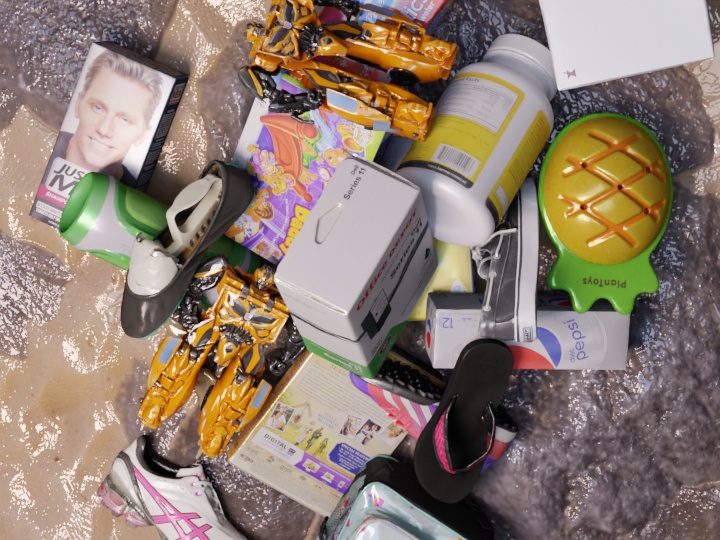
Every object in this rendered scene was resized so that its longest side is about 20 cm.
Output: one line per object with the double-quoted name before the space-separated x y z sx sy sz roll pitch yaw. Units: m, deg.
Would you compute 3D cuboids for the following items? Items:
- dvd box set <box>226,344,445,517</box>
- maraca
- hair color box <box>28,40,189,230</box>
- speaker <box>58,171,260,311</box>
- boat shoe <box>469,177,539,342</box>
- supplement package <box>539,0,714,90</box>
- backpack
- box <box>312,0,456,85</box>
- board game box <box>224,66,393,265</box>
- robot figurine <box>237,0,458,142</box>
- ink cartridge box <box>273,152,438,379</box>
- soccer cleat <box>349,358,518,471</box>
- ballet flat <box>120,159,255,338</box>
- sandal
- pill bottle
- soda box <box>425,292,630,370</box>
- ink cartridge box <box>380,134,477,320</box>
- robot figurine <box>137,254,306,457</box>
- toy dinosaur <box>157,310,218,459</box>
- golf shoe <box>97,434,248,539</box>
"dvd box set" -0.026 0.155 1.751 0.146 0.029 0.200 31 105 -21
"maraca" 0.243 -0.056 1.648 0.137 0.107 0.200 2 87 -5
"hair color box" -0.266 -0.131 1.755 0.100 0.061 0.200 23 102 5
"speaker" -0.206 -0.026 1.712 0.200 0.088 0.089 27 104 -24
"boat shoe" 0.143 -0.012 1.648 0.068 0.074 0.200 1 55 7
"supplement package" 0.244 -0.281 1.570 0.147 0.200 0.192 -10 98 12
"backpack" 0.028 0.324 1.735 0.176 0.153 0.200 32 112 -6
"box" 0.031 -0.267 1.662 0.100 0.095 0.200 36 103 3
"board game box" -0.059 -0.100 1.667 0.134 0.045 0.200 29 123 8
"robot figurine" -0.016 -0.202 1.580 0.200 0.058 0.145 19 68 2
"ink cartridge box" 0.000 0.000 1.590 0.083 0.200 0.147 26 75 17
"soccer cleat" 0.066 0.151 1.713 0.200 0.068 0.073 24 107 -23
"ballet flat" -0.184 -0.028 1.632 0.068 0.068 0.200 28 79 36
"sandal" 0.104 0.159 1.663 0.075 0.045 0.200 5 123 -16
"pill bottle" 0.120 -0.131 1.626 0.112 0.112 0.200 30 67 4
"soda box" 0.168 0.062 1.682 0.200 0.068 0.064 1 104 -6
"ink cartridge box" 0.017 -0.045 1.729 0.200 0.047 0.198 -4 100 8
"robot figurine" -0.138 0.084 1.684 0.145 0.058 0.200 26 109 -10
"toy dinosaur" -0.172 0.102 1.787 0.101 0.058 0.200 -9 114 33
"golf shoe" -0.185 0.260 1.800 0.200 0.073 0.092 33 102 3
